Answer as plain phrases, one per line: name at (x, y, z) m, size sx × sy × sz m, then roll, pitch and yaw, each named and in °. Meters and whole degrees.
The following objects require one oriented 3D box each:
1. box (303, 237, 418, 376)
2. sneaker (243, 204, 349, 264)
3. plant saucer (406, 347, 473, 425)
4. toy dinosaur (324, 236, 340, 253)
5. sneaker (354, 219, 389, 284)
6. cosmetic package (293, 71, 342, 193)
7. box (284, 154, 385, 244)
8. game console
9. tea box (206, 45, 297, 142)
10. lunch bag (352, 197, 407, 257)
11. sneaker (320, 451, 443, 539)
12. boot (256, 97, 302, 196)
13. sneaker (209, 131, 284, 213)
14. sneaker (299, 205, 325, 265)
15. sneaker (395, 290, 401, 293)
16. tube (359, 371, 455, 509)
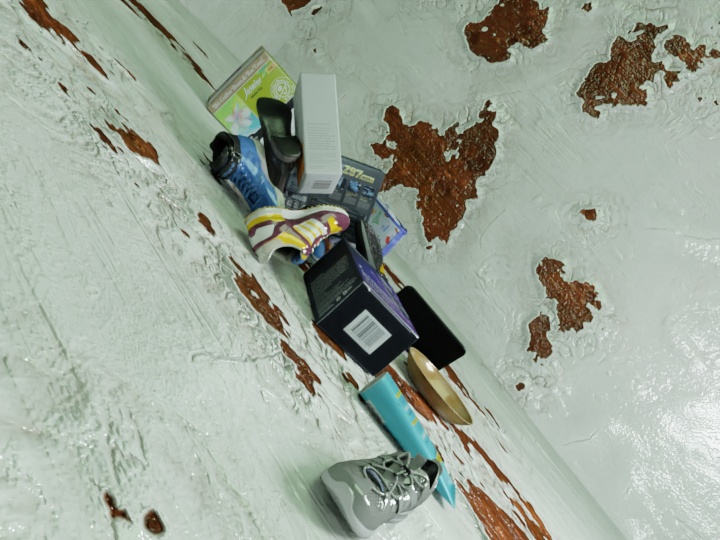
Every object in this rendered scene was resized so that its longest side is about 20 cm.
box at (-0.005, 0.057, 1.117) m, size 0.148 × 0.104 × 0.200 m, roll 45°, pitch 9°, yaw -26°
sneaker at (-0.093, -0.052, 1.065) m, size 0.199 × 0.075 × 0.091 m, roll -7°, pitch 71°, yaw -39°
plant saucer at (0.156, 0.248, 1.357) m, size 0.200 × 0.035 × 0.200 m, roll 48°, pitch 8°, yaw -8°
toy dinosaur at (-0.072, -0.079, 1.404) m, size 0.182 × 0.105 × 0.200 m, roll 50°, pitch 9°, yaw 25°
sneaker at (0.000, 0.000, 1.287) m, size 0.070 × 0.089 × 0.202 m, roll 25°, pitch 48°, yaw -65°
cosmetic package at (-0.083, -0.256, 1.232) m, size 0.101 × 0.070 × 0.202 m, roll 132°, pitch -44°, yaw -70°
box at (-0.067, -0.159, 1.327) m, size 0.198 × 0.159 × 0.051 m, roll 17°, pitch 13°, yaw -11°
game console at (0.139, 0.131, 1.522) m, size 0.200 × 0.116 × 0.176 m, roll 50°, pitch 8°, yaw -1°
tea box at (-0.251, -0.420, 1.659) m, size 0.197 × 0.200 × 0.134 m, roll 44°, pitch 9°, yaw -25°
lunch bag at (0.034, -0.105, 1.879) m, size 0.124 × 0.170 × 0.200 m, roll 36°, pitch 13°, yaw -40°
sneaker at (0.026, 0.205, 0.651) m, size 0.075 × 0.082 × 0.200 m, roll 52°, pitch 8°, yaw 23°
boot at (-0.177, -0.212, 1.256) m, size 0.069 × 0.175 × 0.201 m, roll 0°, pitch 51°, yaw -26°
sneaker at (-0.205, -0.156, 1.138) m, size 0.111 × 0.077 × 0.202 m, roll 10°, pitch 55°, yaw -47°
sneaker at (-0.093, -0.066, 1.217) m, size 0.078 × 0.089 × 0.200 m, roll 38°, pitch 3°, yaw 9°
sneaker at (0.141, 0.134, 1.689) m, size 0.200 × 0.077 × 0.085 m, roll 47°, pitch 13°, yaw -17°
tube at (0.075, 0.240, 0.929) m, size 0.201 × 0.050 × 0.077 m, roll 55°, pitch 15°, yaw 1°
